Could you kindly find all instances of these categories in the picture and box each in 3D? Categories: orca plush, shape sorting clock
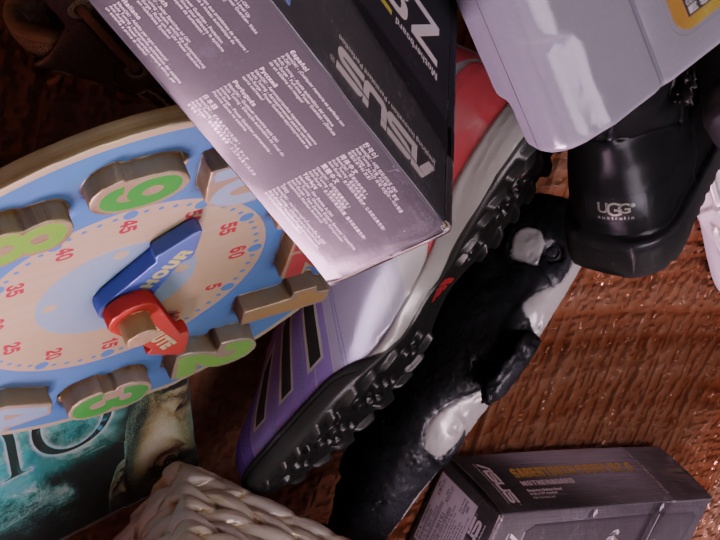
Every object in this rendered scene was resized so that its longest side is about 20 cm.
[{"bbox_3d":[0.019,0.041,0.885,0.200,0.071,0.105,-54,-175,22],"label":"orca plush"},{"bbox_3d":[-0.081,0.006,0.675,0.199,0.039,0.200,-26,159,-10],"label":"shape sorting clock"}]

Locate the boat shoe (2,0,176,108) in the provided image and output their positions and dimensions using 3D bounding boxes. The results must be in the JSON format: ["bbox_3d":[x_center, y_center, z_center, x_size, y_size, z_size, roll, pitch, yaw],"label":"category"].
[{"bbox_3d":[-0.085,-0.097,0.672,0.071,0.073,0.200,-17,151,11],"label":"boat shoe"}]

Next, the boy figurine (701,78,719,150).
[{"bbox_3d":[0.197,-0.091,0.677,0.064,0.200,0.125,42,62,-9],"label":"boy figurine"}]

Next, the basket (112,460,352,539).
[{"bbox_3d":[-0.038,0.217,0.809,0.199,0.161,0.199,28,116,-22],"label":"basket"}]

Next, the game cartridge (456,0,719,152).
[{"bbox_3d":[0.105,-0.146,0.637,0.200,0.041,0.134,-38,125,-18],"label":"game cartridge"}]

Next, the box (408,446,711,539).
[{"bbox_3d":[0.076,0.185,1.038,0.158,0.048,0.201,0,121,-42],"label":"box"}]

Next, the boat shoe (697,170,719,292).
[{"bbox_3d":[0.191,-0.036,0.949,0.074,0.065,0.200,-44,140,-3],"label":"boat shoe"}]

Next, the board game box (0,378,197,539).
[{"bbox_3d":[-0.155,0.063,0.755,0.199,0.028,0.136,-25,134,-24],"label":"board game box"}]

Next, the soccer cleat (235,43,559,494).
[{"bbox_3d":[0.000,0.000,0.814,0.201,0.073,0.068,-56,164,17],"label":"soccer cleat"}]

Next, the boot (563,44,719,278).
[{"bbox_3d":[0.109,-0.125,0.769,0.165,0.065,0.201,-71,157,-50],"label":"boot"}]

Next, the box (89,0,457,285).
[{"bbox_3d":[-0.042,-0.119,0.576,0.049,0.162,0.200,-23,126,24],"label":"box"}]
